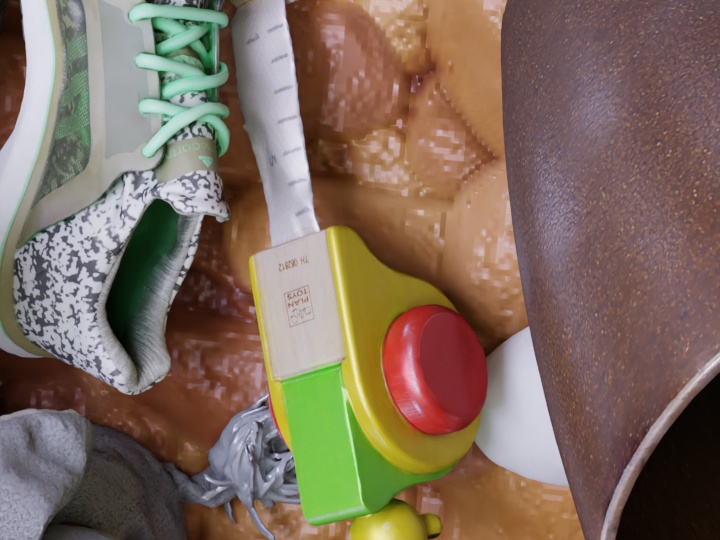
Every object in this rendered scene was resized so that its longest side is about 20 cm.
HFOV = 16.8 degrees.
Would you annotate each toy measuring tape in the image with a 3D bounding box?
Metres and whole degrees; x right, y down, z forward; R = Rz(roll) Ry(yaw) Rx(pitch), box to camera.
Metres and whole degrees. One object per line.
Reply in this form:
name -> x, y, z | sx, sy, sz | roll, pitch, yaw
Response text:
toy measuring tape -> 0.000, 0.000, 0.797 | 0.073, 0.074, 0.200 | -11, 80, 9

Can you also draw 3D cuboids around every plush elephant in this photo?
plush elephant -> -0.106, 0.117, 0.777 | 0.200, 0.155, 0.165 | -31, 97, 13

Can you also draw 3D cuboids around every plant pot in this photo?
plant pot -> 0.119, -0.018, 0.694 | 0.187, 0.200, 0.187 | -13, 137, -12

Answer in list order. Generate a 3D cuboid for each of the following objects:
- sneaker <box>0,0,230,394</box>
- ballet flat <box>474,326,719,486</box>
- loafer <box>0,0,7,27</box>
sneaker -> -0.061, -0.050, 0.762 | 0.089, 0.077, 0.200 | 32, 116, 39
ballet flat -> 0.131, 0.039, 0.779 | 0.199, 0.069, 0.070 | -4, 102, 8
loafer -> -0.147, -0.092, 0.781 | 0.075, 0.070, 0.200 | 25, 104, 1
